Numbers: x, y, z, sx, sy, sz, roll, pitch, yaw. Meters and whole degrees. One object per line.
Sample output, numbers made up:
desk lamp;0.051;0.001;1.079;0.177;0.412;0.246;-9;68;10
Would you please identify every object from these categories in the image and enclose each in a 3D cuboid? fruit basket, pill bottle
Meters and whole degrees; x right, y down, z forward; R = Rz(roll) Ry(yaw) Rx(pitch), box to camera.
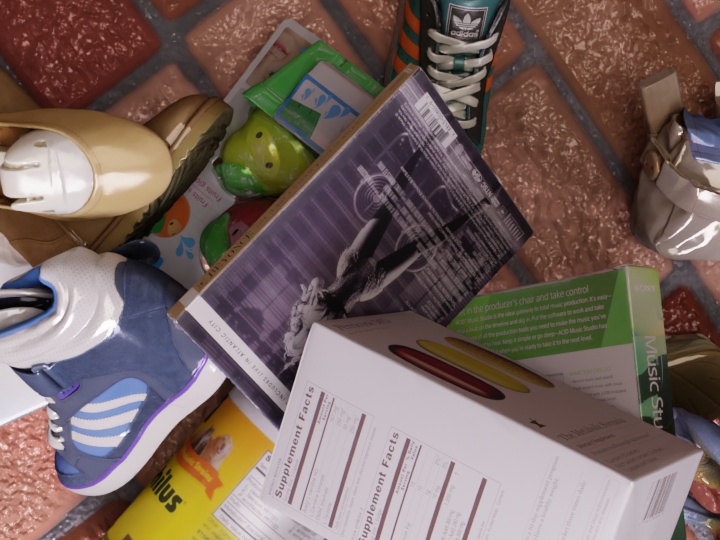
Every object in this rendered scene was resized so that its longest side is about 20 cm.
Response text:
fruit basket;-0.041;-0.034;0.948;0.185;0.094;0.200;39;81;16
pill bottle;-0.076;0.150;0.976;0.109;0.109;0.200;42;87;-11

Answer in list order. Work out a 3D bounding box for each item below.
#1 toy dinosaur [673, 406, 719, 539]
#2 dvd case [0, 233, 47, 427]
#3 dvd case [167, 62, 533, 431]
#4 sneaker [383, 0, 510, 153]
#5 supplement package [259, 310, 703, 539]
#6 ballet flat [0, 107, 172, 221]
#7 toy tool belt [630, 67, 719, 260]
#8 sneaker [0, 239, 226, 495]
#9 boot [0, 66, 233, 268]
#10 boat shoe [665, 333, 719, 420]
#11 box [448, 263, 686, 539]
toy dinosaur;0.183;0.115;1.000;0.182;0.200;0.105;46;116;16
dvd case;-0.213;0.014;0.986;0.199;0.018;0.144;-24;99;-7
dvd case;0.000;0.000;0.890;0.200;0.016;0.149;-46;128;-8
sneaker;0.057;-0.150;0.987;0.071;0.080;0.202;0;95;-10
supplement package;0.064;0.111;0.827;0.199;0.113;0.111;25;104;27
ballet flat;-0.206;-0.057;0.867;0.198;0.063;0.069;4;114;18
toy tool belt;0.278;-0.074;1.015;0.198;0.125;0.124;-2;104;-11
sneaker;-0.179;0.056;0.912;0.146;0.200;0.081;25;46;-27
boot;-0.200;-0.095;0.919;0.200;0.066;0.175;43;105;1
boat shoe;0.156;0.084;1.045;0.199;0.063;0.074;-14;110;-2
box;0.121;0.106;0.904;0.036;0.144;0.202;1;81;-44
